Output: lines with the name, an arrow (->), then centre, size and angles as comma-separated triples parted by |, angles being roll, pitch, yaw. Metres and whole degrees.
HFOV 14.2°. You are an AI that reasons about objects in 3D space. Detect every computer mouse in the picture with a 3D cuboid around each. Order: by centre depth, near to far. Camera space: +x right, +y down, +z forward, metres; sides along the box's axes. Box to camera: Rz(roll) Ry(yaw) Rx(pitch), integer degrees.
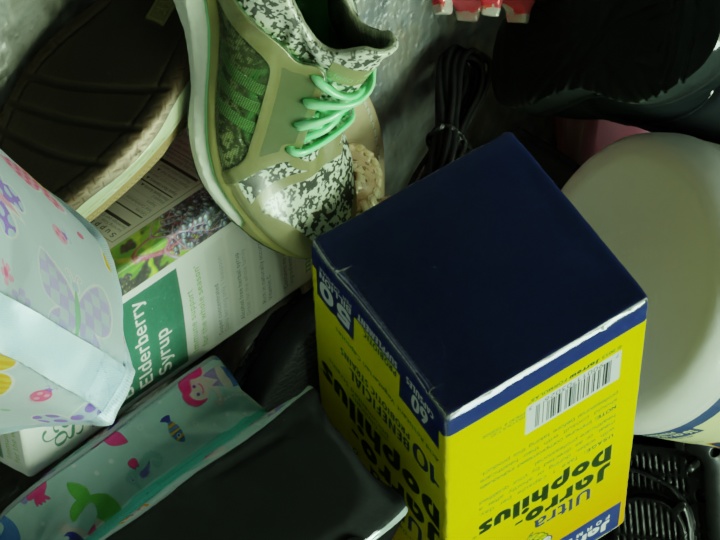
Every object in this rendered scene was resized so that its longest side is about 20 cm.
computer mouse -> 0.091, -0.009, 1.458 | 0.200, 0.046, 0.141 | 53, 40, -36

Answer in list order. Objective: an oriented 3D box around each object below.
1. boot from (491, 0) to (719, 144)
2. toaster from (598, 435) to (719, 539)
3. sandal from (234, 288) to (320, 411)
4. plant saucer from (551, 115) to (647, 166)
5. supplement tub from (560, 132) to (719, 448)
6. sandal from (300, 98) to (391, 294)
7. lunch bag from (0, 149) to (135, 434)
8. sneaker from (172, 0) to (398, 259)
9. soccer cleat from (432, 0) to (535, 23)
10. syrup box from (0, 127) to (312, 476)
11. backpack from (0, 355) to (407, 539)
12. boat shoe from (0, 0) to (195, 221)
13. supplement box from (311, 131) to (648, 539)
boot -> 0.180, -0.101, 1.398 | 0.167, 0.200, 0.077 | 8, 81, -26
toaster -> 0.147, 0.133, 1.583 | 0.118, 0.180, 0.201 | -30, 119, -51
sandal -> -0.039, 0.057, 1.401 | 0.076, 0.043, 0.200 | -23, 157, -32
plant saucer -> 0.170, -0.114, 1.567 | 0.200, 0.051, 0.202 | -30, 135, -35
supplement tub -> 0.196, 0.018, 1.433 | 0.199, 0.145, 0.146 | 12, 107, -41
sandal -> 0.004, -0.003, 1.427 | 0.077, 0.069, 0.213 | -32, 137, -33
lunch bag -> -0.193, -0.018, 1.058 | 0.128, 0.199, 0.169 | -57, 146, -2
sneaker -> -0.024, -0.082, 1.202 | 0.077, 0.088, 0.201 | -43, 134, -33
soccer cleat -> 0.030, -0.164, 1.340 | 0.200, 0.066, 0.077 | 11, 82, -61
syrup box -> -0.102, -0.003, 1.285 | 0.200, 0.081, 0.079 | -36, 139, -31
backpack -> -0.083, 0.150, 1.298 | 0.177, 0.151, 0.200 | -36, 160, -28
boat shoe -> -0.086, -0.088, 1.259 | 0.200, 0.071, 0.076 | -52, 156, -10
supplement box -> 0.052, 0.054, 1.309 | 0.109, 0.109, 0.200 | -29, 150, -17
